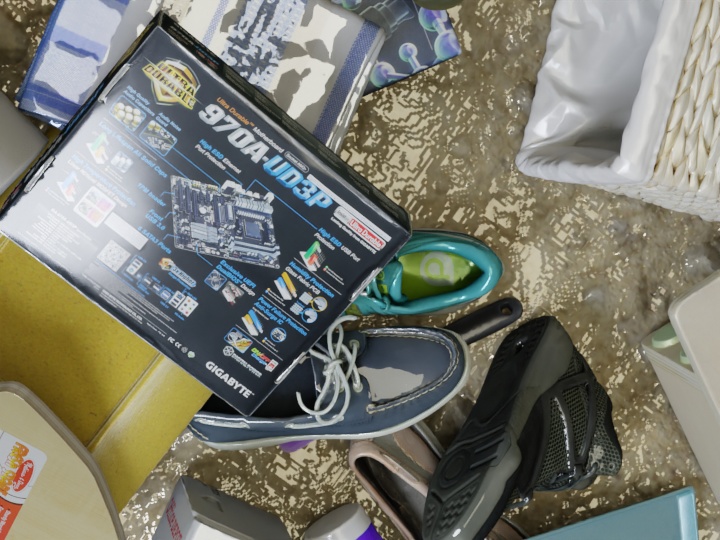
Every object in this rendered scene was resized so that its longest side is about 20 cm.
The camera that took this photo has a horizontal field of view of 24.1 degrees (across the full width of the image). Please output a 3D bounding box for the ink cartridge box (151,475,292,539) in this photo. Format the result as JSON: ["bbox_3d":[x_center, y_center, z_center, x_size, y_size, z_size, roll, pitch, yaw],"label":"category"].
[{"bbox_3d":[-0.118,0.252,1.105,0.083,0.145,0.201,24,89,-11],"label":"ink cartridge box"}]

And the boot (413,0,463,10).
[{"bbox_3d":[0.050,-0.281,1.068,0.066,0.200,0.176,-5,126,27],"label":"boot"}]

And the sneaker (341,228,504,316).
[{"bbox_3d":[0.000,0.000,1.143,0.199,0.080,0.078,-6,94,-9],"label":"sneaker"}]

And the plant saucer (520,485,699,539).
[{"bbox_3d":[0.163,0.205,1.179,0.199,0.019,0.070,-10,97,-35],"label":"plant saucer"}]

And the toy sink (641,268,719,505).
[{"bbox_3d":[0.286,0.067,1.181,0.130,0.112,0.201,-31,106,-7],"label":"toy sink"}]

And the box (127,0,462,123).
[{"bbox_3d":[-0.058,-0.170,1.107,0.199,0.107,0.149,-24,98,-8],"label":"box"}]

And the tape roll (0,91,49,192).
[{"bbox_3d":[-0.307,-0.057,1.022,0.203,0.203,0.139,-45,99,-5],"label":"tape roll"}]

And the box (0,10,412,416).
[{"bbox_3d":[-0.093,-0.031,1.014,0.200,0.046,0.159,38,105,-15],"label":"box"}]

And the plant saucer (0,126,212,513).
[{"bbox_3d":[-0.183,0.027,1.096,0.200,0.048,0.200,38,87,8],"label":"plant saucer"}]

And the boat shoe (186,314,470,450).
[{"bbox_3d":[-0.027,0.072,1.122,0.199,0.062,0.075,-8,69,11],"label":"boat shoe"}]

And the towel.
[{"bbox_3d":[-0.096,-0.124,1.038,0.199,0.024,0.148,24,89,-11],"label":"towel"}]

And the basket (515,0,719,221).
[{"bbox_3d":[0.225,-0.139,1.119,0.160,0.198,0.201,14,91,-15],"label":"basket"}]

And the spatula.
[{"bbox_3d":[0.025,0.063,1.179,0.199,0.021,0.057,-23,65,-13],"label":"spatula"}]

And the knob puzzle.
[{"bbox_3d":[-0.237,0.126,1.078,0.218,0.031,0.221,11,132,12],"label":"knob puzzle"}]

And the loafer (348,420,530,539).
[{"bbox_3d":[0.059,0.184,1.166,0.072,0.063,0.200,-37,97,29],"label":"loafer"}]

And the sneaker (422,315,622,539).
[{"bbox_3d":[0.118,0.135,1.146,0.114,0.076,0.200,47,47,-15],"label":"sneaker"}]

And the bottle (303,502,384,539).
[{"bbox_3d":[0.028,0.258,1.169,0.083,0.065,0.201,-34,100,-33],"label":"bottle"}]
